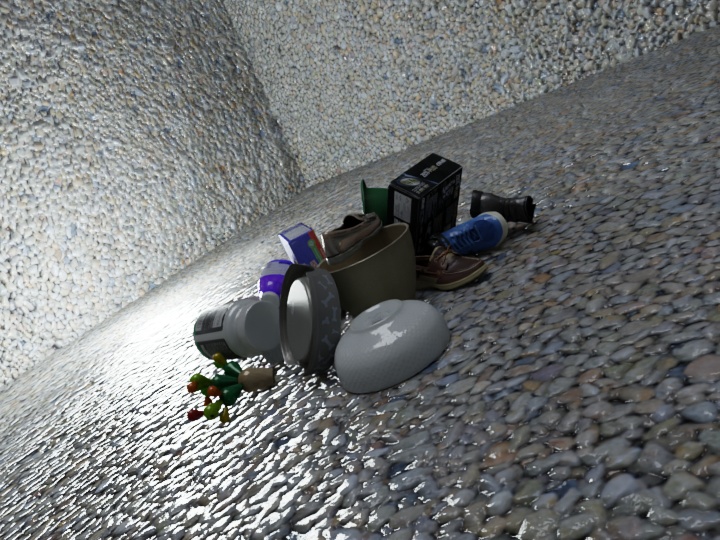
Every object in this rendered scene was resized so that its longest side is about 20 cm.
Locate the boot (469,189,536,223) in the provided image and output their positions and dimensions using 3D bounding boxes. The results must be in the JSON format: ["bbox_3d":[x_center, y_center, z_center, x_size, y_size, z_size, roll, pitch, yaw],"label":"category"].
[{"bbox_3d":[0.305,-0.117,1.451,0.128,0.072,0.200,8,-2,16],"label":"boot"}]

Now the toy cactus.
[{"bbox_3d":[-0.238,0.216,1.259,0.160,0.105,0.200,-7,11,-2],"label":"toy cactus"}]

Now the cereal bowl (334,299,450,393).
[{"bbox_3d":[0.041,0.106,1.103,0.196,0.085,0.200,-25,13,6],"label":"cereal bowl"}]

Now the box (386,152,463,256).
[{"bbox_3d":[0.135,-0.122,1.481,0.085,0.204,0.163,28,47,30],"label":"box"}]

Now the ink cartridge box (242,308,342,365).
[{"bbox_3d":[-0.134,0.126,1.446,0.197,0.044,0.197,-27,13,17],"label":"ink cartridge box"}]

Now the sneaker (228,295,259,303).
[{"bbox_3d":[-0.223,0.100,1.668,0.195,0.082,0.071,-10,-8,-21],"label":"sneaker"}]

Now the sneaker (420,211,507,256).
[{"bbox_3d":[0.202,-0.056,1.390,0.110,0.078,0.198,-29,8,-35],"label":"sneaker"}]

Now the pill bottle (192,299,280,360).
[{"bbox_3d":[-0.243,0.119,1.362,0.198,0.115,0.113,-12,19,49],"label":"pill bottle"}]

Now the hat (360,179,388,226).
[{"bbox_3d":[0.096,-0.138,1.515,0.171,0.206,0.166,-8,-8,6],"label":"hat"}]

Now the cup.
[{"bbox_3d":[0.029,0.021,1.302,0.196,0.146,0.201,-24,13,6],"label":"cup"}]

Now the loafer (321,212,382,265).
[{"bbox_3d":[-0.014,-0.078,1.304,0.071,0.064,0.200,-17,17,31],"label":"loafer"}]

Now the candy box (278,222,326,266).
[{"bbox_3d":[-0.124,-0.022,1.688,0.076,0.172,0.200,-29,14,-7],"label":"candy box"}]

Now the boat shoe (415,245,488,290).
[{"bbox_3d":[0.159,-0.010,1.323,0.072,0.073,0.198,-34,15,-30],"label":"boat shoe"}]

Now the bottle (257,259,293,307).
[{"bbox_3d":[-0.198,0.037,1.597,0.081,0.067,0.201,-2,22,2],"label":"bottle"}]

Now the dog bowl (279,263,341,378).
[{"bbox_3d":[-0.090,0.087,1.209,0.057,0.206,0.199,1,2,-23],"label":"dog bowl"}]
